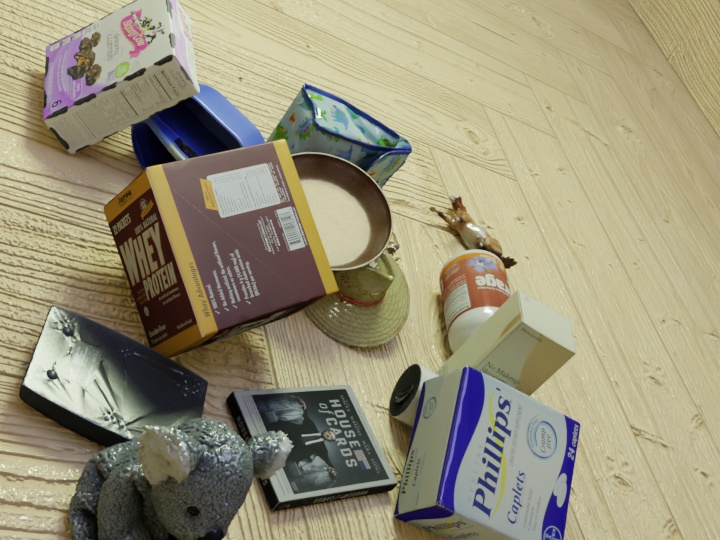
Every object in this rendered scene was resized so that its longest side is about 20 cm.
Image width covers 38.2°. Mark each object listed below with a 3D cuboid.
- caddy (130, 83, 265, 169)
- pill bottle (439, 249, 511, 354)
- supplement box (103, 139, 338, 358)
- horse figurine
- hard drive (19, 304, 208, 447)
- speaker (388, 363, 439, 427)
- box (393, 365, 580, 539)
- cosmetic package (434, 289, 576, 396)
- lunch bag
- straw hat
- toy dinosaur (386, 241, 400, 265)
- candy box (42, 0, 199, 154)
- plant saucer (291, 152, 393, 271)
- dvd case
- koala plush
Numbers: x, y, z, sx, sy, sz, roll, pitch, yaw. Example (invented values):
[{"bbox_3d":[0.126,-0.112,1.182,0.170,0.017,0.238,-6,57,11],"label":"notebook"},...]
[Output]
[{"bbox_3d":[-0.223,-0.163,1.428,0.200,0.142,0.105,42,27,2],"label":"caddy"},{"bbox_3d":[0.186,0.072,1.611,0.111,0.112,0.202,24,36,-25],"label":"pill bottle"},{"bbox_3d":[-0.166,-0.025,1.237,0.198,0.132,0.201,-17,85,-38],"label":"supplement box"},{"bbox_3d":[0.202,-0.060,1.832,0.200,0.050,0.132,47,14,23],"label":"horse figurine"},{"bbox_3d":[-0.265,0.131,1.127,0.198,0.042,0.136,29,35,-20],"label":"hard drive"},{"bbox_3d":[0.137,0.207,1.433,0.198,0.081,0.082,29,34,-18],"label":"speaker"},{"bbox_3d":[0.164,0.251,1.320,0.198,0.105,0.187,26,62,-21],"label":"box"},{"bbox_3d":[0.201,0.133,1.474,0.104,0.201,0.072,27,34,-18],"label":"cosmetic package"},{"bbox_3d":[-0.040,-0.160,1.589,0.198,0.170,0.129,16,39,-37],"label":"lunch bag"},{"bbox_3d":[0.000,0.000,1.473,0.197,0.085,0.204,14,55,-20],"label":"straw hat"},{"bbox_3d":[-0.003,-0.022,1.590,0.106,0.061,0.198,38,17,34],"label":"toy dinosaur"},{"bbox_3d":[-0.321,-0.270,1.391,0.072,0.197,0.170,56,14,-46],"label":"candy box"},{"bbox_3d":[-0.053,-0.074,1.432,0.196,0.037,0.203,10,54,-14],"label":"plant saucer"},{"bbox_3d":[-0.057,0.211,1.272,0.198,0.025,0.152,2,50,-45],"label":"dvd case"},{"bbox_3d":[-0.171,0.209,0.981,0.175,0.200,0.186,11,46,-38],"label":"koala plush"}]
